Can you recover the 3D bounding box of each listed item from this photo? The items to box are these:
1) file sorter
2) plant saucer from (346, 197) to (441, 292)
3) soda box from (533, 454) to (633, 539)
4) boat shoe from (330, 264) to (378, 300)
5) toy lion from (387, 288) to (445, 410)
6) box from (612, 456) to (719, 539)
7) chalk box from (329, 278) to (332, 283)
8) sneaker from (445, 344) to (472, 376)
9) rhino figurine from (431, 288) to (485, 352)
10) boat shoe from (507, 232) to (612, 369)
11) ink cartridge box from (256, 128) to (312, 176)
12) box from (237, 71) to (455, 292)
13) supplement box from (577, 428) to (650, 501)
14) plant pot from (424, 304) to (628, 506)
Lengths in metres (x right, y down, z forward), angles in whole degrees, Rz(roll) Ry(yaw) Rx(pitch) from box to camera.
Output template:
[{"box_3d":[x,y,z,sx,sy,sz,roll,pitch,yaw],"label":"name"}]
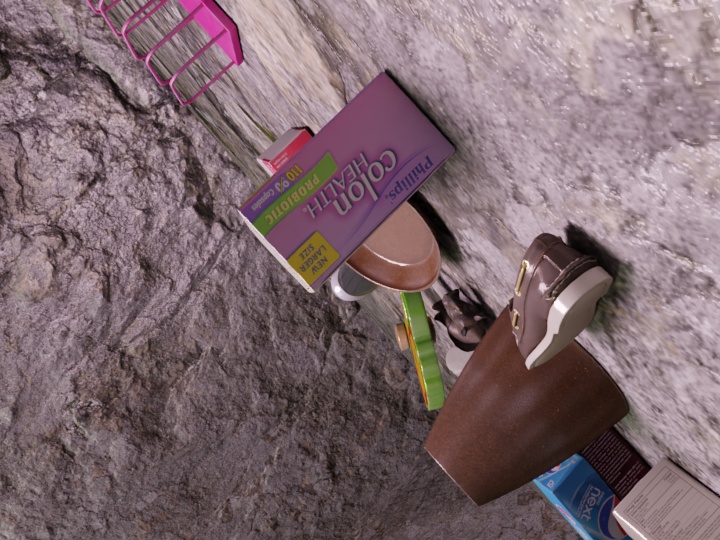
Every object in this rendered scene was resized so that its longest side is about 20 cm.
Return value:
[{"box_3d":[-0.287,-0.361,0.900,0.200,0.125,0.139,47,174,-4],"label":"file sorter"},{"box_3d":[0.026,-0.055,0.825,0.199,0.037,0.201,26,146,19],"label":"plant saucer"},{"box_3d":[0.319,0.330,0.842,0.200,0.064,0.068,48,172,-12],"label":"soda box"},{"box_3d":[0.000,0.000,1.028,0.072,0.062,0.200,51,-145,-4],"label":"boat shoe"},{"box_3d":[0.094,0.108,0.980,0.192,0.068,0.202,-102,-1,-57],"label":"toy lion"},{"box_3d":[0.384,0.307,0.665,0.078,0.095,0.200,50,175,-38],"label":"box"},{"box_3d":[-0.052,-0.058,1.271,0.200,0.124,0.125,47,176,9],"label":"chalk box"},{"box_3d":[0.230,0.178,1.142,0.072,0.073,0.200,12,-179,-21],"label":"sneaker"},{"box_3d":[0.154,0.075,0.939,0.088,0.060,0.200,52,179,18],"label":"rhino figurine"},{"box_3d":[0.162,0.032,0.544,0.060,0.072,0.200,51,173,23],"label":"boat shoe"},{"box_3d":[-0.072,-0.136,1.055,0.200,0.084,0.145,49,176,-20],"label":"ink cartridge box"},{"box_3d":[-0.020,-0.073,0.622,0.097,0.176,0.200,46,175,-3],"label":"box"},{"box_3d":[0.334,0.259,0.868,0.200,0.061,0.109,46,174,-1],"label":"supplement box"},{"box_3d":[0.177,0.175,0.748,0.187,0.200,0.187,46,174,6],"label":"plant pot"}]
